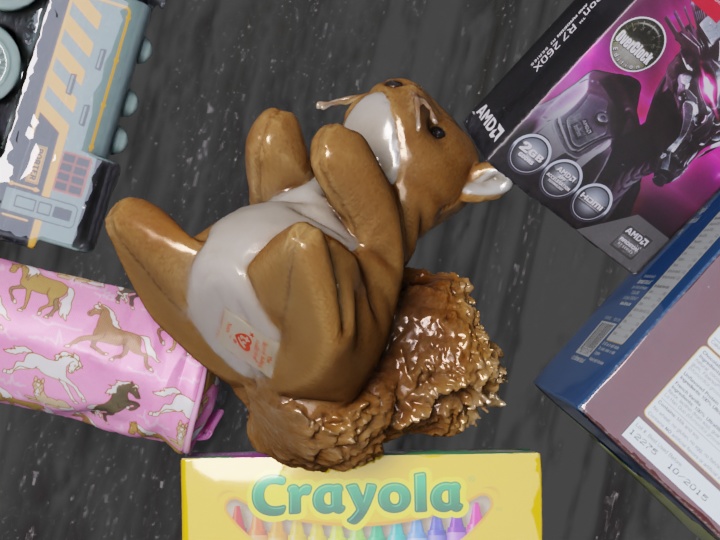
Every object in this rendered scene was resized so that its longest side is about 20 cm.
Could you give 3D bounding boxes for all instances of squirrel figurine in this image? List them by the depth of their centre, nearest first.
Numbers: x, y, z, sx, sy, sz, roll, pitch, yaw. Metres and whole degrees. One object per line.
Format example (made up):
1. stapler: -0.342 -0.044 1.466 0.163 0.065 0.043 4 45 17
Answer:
1. squirrel figurine: 0.000 0.000 0.969 0.187 0.141 0.201 -43 120 -39

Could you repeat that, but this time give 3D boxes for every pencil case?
1. pencil case: -0.172 0.043 1.002 0.199 0.087 0.083 11 76 1

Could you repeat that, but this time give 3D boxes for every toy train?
1. toy train: -0.179 -0.103 1.009 0.113 0.085 0.201 17 88 -12

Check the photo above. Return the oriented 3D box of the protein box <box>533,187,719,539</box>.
1. protein box: 0.214 0.035 0.943 0.135 0.199 0.200 43 89 -1

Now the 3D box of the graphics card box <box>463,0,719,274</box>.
1. graphics card box: 0.165 -0.107 0.950 0.125 0.051 0.200 35 108 -31

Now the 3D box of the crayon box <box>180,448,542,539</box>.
1. crayon box: 0.001 0.187 1.012 0.199 0.058 0.174 -1 89 0
